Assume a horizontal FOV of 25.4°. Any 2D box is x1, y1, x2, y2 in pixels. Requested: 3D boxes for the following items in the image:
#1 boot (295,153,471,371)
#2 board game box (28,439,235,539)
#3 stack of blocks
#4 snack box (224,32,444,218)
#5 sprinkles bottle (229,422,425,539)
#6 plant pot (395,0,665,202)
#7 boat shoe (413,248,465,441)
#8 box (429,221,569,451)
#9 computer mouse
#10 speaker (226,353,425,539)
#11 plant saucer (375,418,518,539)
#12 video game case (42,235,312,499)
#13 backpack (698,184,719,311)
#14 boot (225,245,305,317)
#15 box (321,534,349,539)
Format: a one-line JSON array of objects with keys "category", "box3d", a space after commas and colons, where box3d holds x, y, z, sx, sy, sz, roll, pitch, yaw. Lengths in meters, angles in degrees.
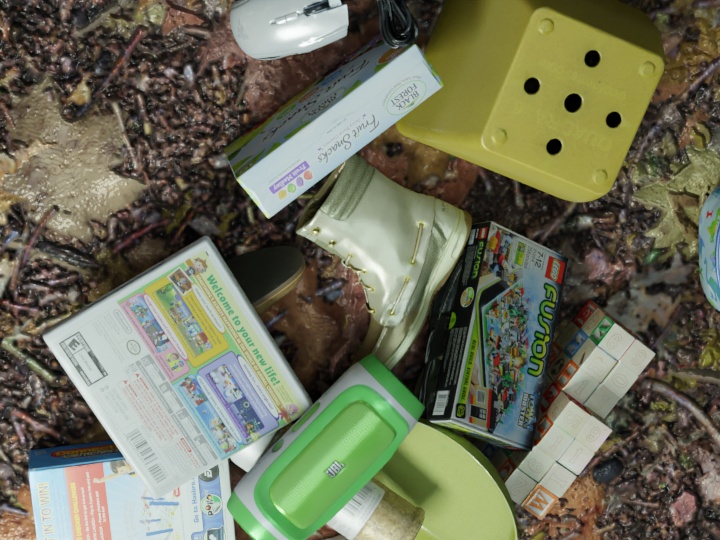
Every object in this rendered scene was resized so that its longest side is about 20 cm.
[{"category": "boot", "box3d": [0.000, 0.000, 1.557, 0.154, 0.072, 0.201, 27, 94, -17]}, {"category": "board game box", "box3d": [-0.223, 0.268, 1.599, 0.194, 0.056, 0.202, -6, 107, -9]}, {"category": "stack of blocks", "box3d": [0.207, 0.138, 1.612, 0.058, 0.115, 0.200, 36, 96, -18]}, {"category": "snack box", "box3d": [-0.028, -0.140, 1.474, 0.199, 0.142, 0.053, -37, 109, 1]}, {"category": "sprinkles bottle", "box3d": [-0.034, 0.213, 1.587, 0.199, 0.068, 0.068, 35, 97, -2]}, {"category": "plant pot", "box3d": [0.173, -0.172, 1.485, 0.199, 0.176, 0.201, 20, 101, -16]}, {"category": "boat shoe", "box3d": [0.099, 0.081, 1.601, 0.071, 0.066, 0.202, 13, 102, -11]}, {"category": "box", "box3d": [0.137, 0.065, 1.560, 0.110, 0.035, 0.202, 22, 73, -32]}, {"category": "computer mouse", "box3d": [-0.047, -0.232, 1.438, 0.199, 0.044, 0.110, -13, 104, 36]}, {"category": "speaker", "box3d": [-0.033, 0.175, 1.511, 0.200, 0.088, 0.088, -46, 109, -2]}, {"category": "plant saucer", "box3d": [0.079, 0.221, 1.596, 0.031, 0.199, 0.201, -42, 114, -38]}, {"category": "video game case", "box3d": [-0.171, 0.094, 1.511, 0.181, 0.022, 0.201, -30, 108, 4]}, {"category": "backpack", "box3d": [0.446, -0.020, 1.593, 0.198, 0.147, 0.185, -7, 106, 0]}, {"category": "boot", "box3d": [-0.131, 0.049, 1.558, 0.199, 0.074, 0.076, -34, 129, 4]}, {"category": "box", "box3d": [-0.037, 0.381, 1.679, 0.143, 0.036, 0.202, -13, 109, -7]}]
